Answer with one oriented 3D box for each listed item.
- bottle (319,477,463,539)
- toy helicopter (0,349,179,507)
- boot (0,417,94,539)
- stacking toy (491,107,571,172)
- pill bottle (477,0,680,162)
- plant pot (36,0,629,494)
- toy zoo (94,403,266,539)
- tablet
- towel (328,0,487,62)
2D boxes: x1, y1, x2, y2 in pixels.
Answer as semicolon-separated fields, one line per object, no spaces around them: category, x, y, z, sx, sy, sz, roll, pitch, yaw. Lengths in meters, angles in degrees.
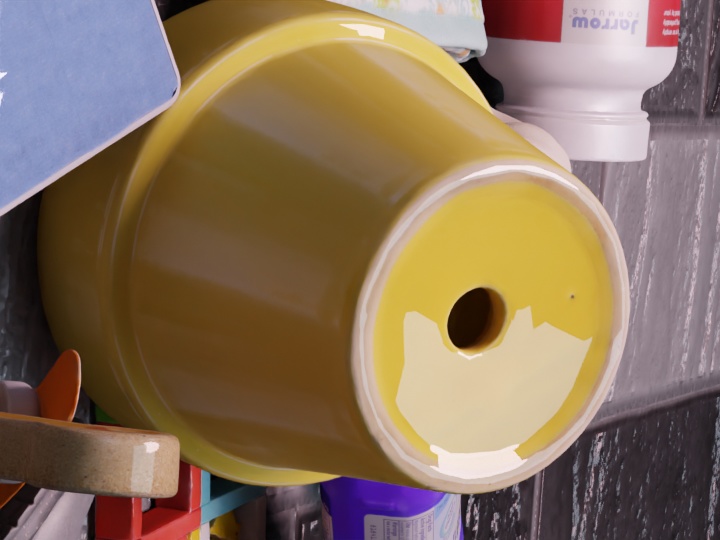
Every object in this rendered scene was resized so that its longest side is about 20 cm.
bottle;0.016;0.126;1.262;0.200;0.065;0.084;88;10;-48
toy helicopter;-0.128;0.056;0.871;0.132;0.200;0.079;11;85;-48
boot;-0.124;0.167;1.015;0.132;0.070;0.200;41;66;-29
stacking toy;0.003;0.008;1.271;0.146;0.146;0.200;-1;112;-65
pill bottle;0.120;-0.163;1.468;0.112;0.112;0.201;-12;106;-64
plant pot;0.000;0.000;1.066;0.200;0.189;0.201;-9;107;-31
toy zoo;-0.079;0.106;1.207;0.131;0.020;0.201;-20;113;-64
tablet;-0.136;-0.127;0.965;0.130;0.014;0.200;-37;118;-41
towel;-0.002;-0.184;1.229;0.200;0.048;0.172;1;81;-66
